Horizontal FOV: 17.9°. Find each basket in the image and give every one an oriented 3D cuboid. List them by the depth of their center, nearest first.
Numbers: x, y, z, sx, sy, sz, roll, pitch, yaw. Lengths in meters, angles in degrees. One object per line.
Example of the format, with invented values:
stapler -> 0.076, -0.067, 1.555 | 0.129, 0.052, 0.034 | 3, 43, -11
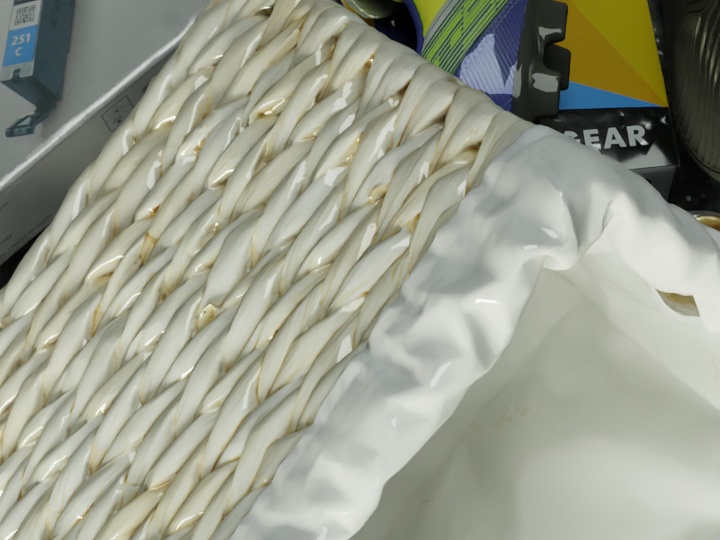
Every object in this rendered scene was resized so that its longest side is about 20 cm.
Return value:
basket -> 0.011, 0.057, 0.581 | 0.201, 0.198, 0.161 | -53, 44, 5

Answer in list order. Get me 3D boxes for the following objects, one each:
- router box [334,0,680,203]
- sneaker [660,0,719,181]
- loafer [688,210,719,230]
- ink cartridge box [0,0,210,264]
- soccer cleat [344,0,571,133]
router box -> 0.010, -0.083, 0.869 | 0.198, 0.051, 0.150 | -6, 63, -4
sneaker -> 0.170, -0.103, 0.852 | 0.105, 0.075, 0.201 | 5, 41, -4
loafer -> 0.048, 0.033, 0.801 | 0.199, 0.072, 0.073 | -31, 70, -16
ink cartridge box -> -0.158, -0.088, 0.836 | 0.200, 0.045, 0.176 | -40, 64, -8
soccer cleat -> 0.035, -0.123, 0.827 | 0.083, 0.065, 0.202 | 0, 60, 7
